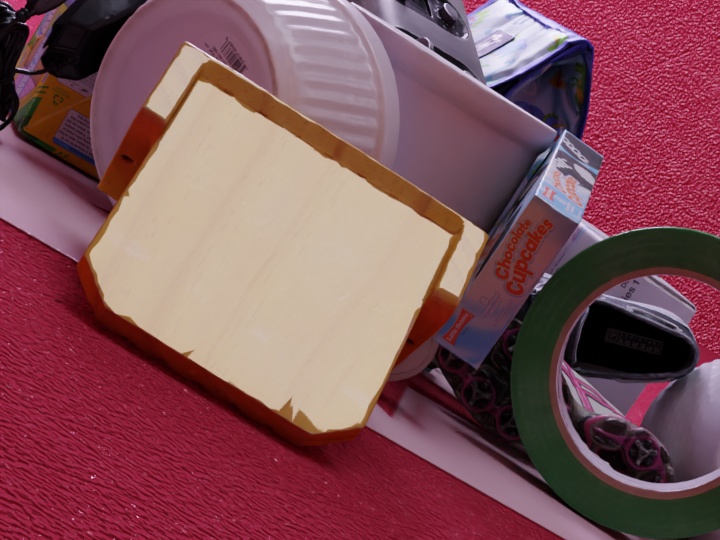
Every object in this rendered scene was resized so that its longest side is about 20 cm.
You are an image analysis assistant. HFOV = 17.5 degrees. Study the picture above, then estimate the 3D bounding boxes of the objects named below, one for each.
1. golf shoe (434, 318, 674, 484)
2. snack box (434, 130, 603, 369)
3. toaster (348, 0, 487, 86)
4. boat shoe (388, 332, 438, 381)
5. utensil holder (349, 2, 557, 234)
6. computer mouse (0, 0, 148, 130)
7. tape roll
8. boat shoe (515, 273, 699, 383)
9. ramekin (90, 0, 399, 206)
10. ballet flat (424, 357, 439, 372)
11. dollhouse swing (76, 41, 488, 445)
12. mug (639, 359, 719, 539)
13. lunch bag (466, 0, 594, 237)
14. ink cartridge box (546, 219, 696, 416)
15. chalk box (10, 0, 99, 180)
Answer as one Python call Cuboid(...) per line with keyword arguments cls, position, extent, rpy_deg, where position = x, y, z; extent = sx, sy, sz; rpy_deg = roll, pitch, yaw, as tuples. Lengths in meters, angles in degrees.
Cuboid(cls="golf shoe", position=(0.127, 0.097, 1.620), extent=(0.200, 0.073, 0.092), rpy_deg=(41, 0, 1))
Cuboid(cls="snack box", position=(0.107, -0.017, 1.531), extent=(0.037, 0.117, 0.200), rpy_deg=(34, 18, 0))
Cuboid(cls="toaster", position=(-0.005, -0.130, 1.816), extent=(0.118, 0.200, 0.182), rpy_deg=(32, 32, -35))
Cuboid(cls="boat shoe", position=(-0.038, 0.011, 1.455), extent=(0.199, 0.072, 0.060), rpy_deg=(22, 14, -31))
Cuboid(cls="utensil holder", position=(0.013, -0.056, 1.621), extent=(0.169, 0.201, 0.170), rpy_deg=(31, 7, -4))
Cuboid(cls="computer mouse", position=(-0.174, -0.178, 1.524), extent=(0.046, 0.199, 0.141), rpy_deg=(53, -21, 17))
Cuboid(cls="tape roll", position=(0.198, 0.072, 1.529), extent=(0.200, 0.201, 0.048), rpy_deg=(33, 7, 6))
Cuboid(cls="boat shoe", position=(0.143, 0.043, 1.659), extent=(0.198, 0.072, 0.068), rpy_deg=(14, 4, -1))
Cuboid(cls="ramekin", position=(-0.084, -0.097, 1.517), extent=(0.200, 0.201, 0.105), rpy_deg=(36, 16, 33))
Cuboid(cls="ballet flat", position=(0.000, 0.000, 1.741), extent=(0.199, 0.070, 0.069), rpy_deg=(35, 7, 23))
Cuboid(cls="dollhouse swing", position=(-0.063, 0.010, 1.287), extent=(0.199, 0.177, 0.182), rpy_deg=(31, -23, -6))
Cuboid(cls="mug", position=(0.286, 0.110, 1.674), extent=(0.147, 0.201, 0.175), rpy_deg=(26, -8, -18))
Cuboid(cls="lunch bag", position=(0.099, -0.122, 1.909), extent=(0.127, 0.201, 0.170), rpy_deg=(32, 5, -27))
Cuboid(cls="ink cartridge box", position=(0.167, 0.044, 1.846), extent=(0.084, 0.145, 0.200), rpy_deg=(32, 6, -16))
Cuboid(cls="chalk box", position=(-0.179, -0.142, 1.707), extent=(0.124, 0.124, 0.200), rpy_deg=(29, 6, -17))
